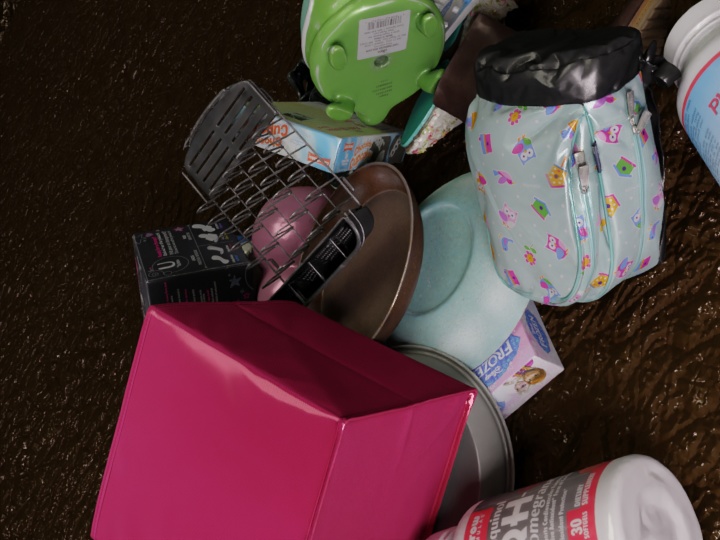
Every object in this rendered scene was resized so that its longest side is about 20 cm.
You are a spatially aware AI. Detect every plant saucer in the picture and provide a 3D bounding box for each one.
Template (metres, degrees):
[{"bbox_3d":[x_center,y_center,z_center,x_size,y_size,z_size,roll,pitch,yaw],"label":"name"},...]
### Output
[{"bbox_3d":[0.075,-0.004,0.929,0.200,0.038,0.204,-29,50,40],"label":"plant saucer"},{"bbox_3d":[0.000,0.000,0.967,0.200,0.034,0.203,-37,42,44],"label":"plant saucer"}]

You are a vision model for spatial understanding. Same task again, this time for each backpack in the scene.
[{"bbox_3d":[0.159,-0.078,0.802,0.166,0.125,0.203,28,136,61],"label":"backpack"}]

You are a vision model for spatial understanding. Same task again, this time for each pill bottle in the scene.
[{"bbox_3d":[0.287,-0.103,0.718,0.109,0.108,0.202,-44,42,28],"label":"pill bottle"},{"bbox_3d":[0.135,0.210,0.744,0.199,0.110,0.112,-29,50,40],"label":"pill bottle"}]

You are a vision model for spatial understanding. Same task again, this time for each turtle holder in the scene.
[{"bbox_3d":[0.013,-0.228,1.011,0.140,0.185,0.133,-29,60,14],"label":"turtle holder"}]

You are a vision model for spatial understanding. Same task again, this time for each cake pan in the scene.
[{"bbox_3d":[0.037,0.166,0.891,0.198,0.036,0.204,0,89,36],"label":"cake pan"}]

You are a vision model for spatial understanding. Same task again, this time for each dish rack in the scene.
[{"bbox_3d":[-0.088,-0.067,0.960,0.200,0.054,0.153,49,128,4],"label":"dish rack"}]

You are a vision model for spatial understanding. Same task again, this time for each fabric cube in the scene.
[{"bbox_3d":[-0.057,0.151,0.816,0.197,0.199,0.199,23,102,31],"label":"fabric cube"}]

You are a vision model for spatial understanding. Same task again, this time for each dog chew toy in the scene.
[{"bbox_3d":[-0.059,0.017,1.100,0.124,0.123,0.204,-11,70,49],"label":"dog chew toy"}]

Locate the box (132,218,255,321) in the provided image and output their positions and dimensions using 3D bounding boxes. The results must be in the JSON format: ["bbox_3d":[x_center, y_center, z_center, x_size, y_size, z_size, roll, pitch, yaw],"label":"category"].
[{"bbox_3d":[-0.178,0.065,1.138,0.132,0.113,0.203,-129,33,-60],"label":"box"}]

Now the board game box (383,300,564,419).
[{"bbox_3d":[0.074,0.069,0.960,0.200,0.041,0.201,-46,40,27],"label":"board game box"}]

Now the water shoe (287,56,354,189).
[{"bbox_3d":[-0.043,-0.169,1.210,0.072,0.078,0.202,-45,41,27],"label":"water shoe"}]

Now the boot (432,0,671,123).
[{"bbox_3d":[0.162,-0.188,0.920,0.166,0.072,0.202,44,116,28],"label":"boot"}]

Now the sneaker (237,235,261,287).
[{"bbox_3d":[-0.191,0.046,1.284,0.111,0.076,0.202,23,86,49],"label":"sneaker"}]

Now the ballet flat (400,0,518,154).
[{"bbox_3d":[0.105,-0.202,1.046,0.203,0.063,0.076,-67,16,-2],"label":"ballet flat"}]

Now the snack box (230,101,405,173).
[{"bbox_3d":[-0.035,-0.139,1.057,0.115,0.200,0.038,21,106,18],"label":"snack box"}]

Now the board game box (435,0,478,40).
[{"bbox_3d":[0.088,-0.313,1.090,0.200,0.026,0.203,-44,28,55],"label":"board game box"}]
